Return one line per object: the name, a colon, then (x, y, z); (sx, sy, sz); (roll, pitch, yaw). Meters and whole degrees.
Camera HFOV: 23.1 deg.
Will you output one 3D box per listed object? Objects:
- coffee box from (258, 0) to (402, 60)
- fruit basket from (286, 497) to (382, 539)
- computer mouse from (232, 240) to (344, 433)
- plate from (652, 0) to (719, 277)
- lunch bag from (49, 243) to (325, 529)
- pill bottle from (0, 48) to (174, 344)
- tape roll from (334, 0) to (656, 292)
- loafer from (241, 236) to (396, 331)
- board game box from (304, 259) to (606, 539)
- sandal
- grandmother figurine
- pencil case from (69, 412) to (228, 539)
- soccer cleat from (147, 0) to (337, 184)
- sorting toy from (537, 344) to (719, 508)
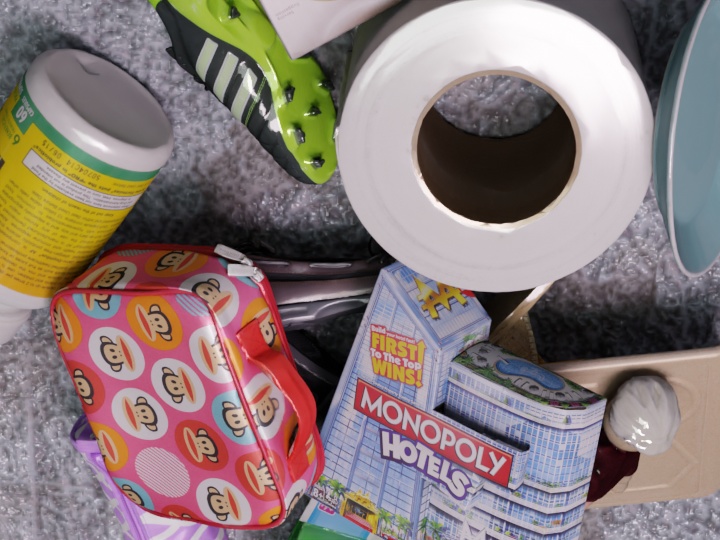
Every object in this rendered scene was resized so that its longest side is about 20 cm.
coffee box: (0.014, -0.236, 1.087); (0.199, 0.080, 0.115); (-27, 125, 3)
fruit basket: (0.024, 0.264, 1.350); (0.199, 0.094, 0.186); (30, 134, 1)
computer mouse: (-0.058, 0.080, 1.311); (0.200, 0.053, 0.139); (43, 104, -9)
plate: (0.220, -0.096, 1.125); (0.025, 0.200, 0.201); (12, 121, 26)
lunch bag: (-0.108, 0.081, 1.202); (0.175, 0.082, 0.201); (1, 120, 34)
pill bottle: (-0.226, -0.046, 1.219); (0.113, 0.113, 0.200); (34, 116, -13)
tape roll: (0.088, -0.106, 1.151); (0.202, 0.139, 0.204); (1, 118, 2)
loafer: (0.000, 0.000, 1.244); (0.199, 0.072, 0.063); (-11, 84, -7)
board game box: (0.060, 0.097, 1.182); (0.199, 0.062, 0.201); (25, 122, 32)
sandal: (0.115, 0.049, 1.266); (0.069, 0.078, 0.212); (34, 109, -11)
grandmother figurine: (0.154, 0.146, 1.245); (0.061, 0.121, 0.200); (49, 126, 16)
pencil case: (-0.156, 0.190, 1.353); (0.084, 0.086, 0.201); (-3, 118, 36)
soccer cleat: (-0.080, -0.139, 1.193); (0.081, 0.068, 0.200); (-1, 134, 41)
sorting toy: (0.175, 0.116, 1.285); (0.199, 0.037, 0.186); (-10, 140, -1)
